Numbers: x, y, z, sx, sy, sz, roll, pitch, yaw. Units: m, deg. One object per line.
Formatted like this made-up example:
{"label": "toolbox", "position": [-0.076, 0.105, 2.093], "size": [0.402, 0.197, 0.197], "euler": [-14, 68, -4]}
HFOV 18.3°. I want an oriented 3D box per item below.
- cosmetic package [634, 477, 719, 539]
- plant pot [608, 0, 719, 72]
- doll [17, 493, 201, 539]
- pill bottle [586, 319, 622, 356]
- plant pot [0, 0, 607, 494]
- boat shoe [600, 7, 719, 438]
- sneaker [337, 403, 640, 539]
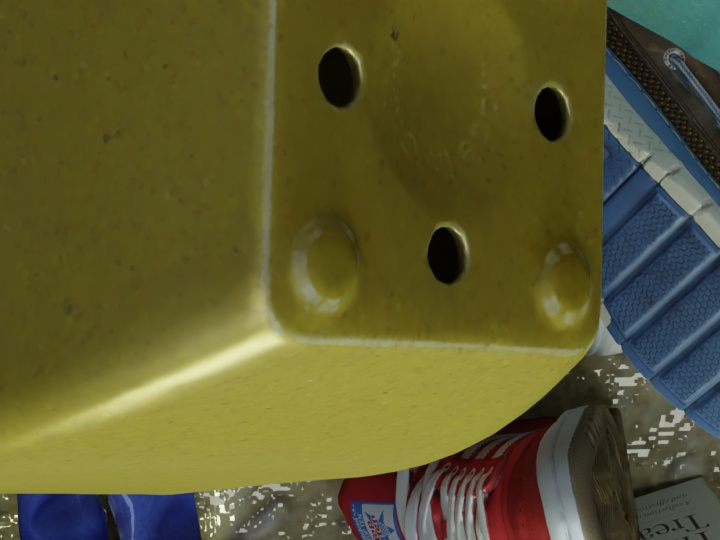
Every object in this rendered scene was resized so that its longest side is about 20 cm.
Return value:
{"label": "cosmetic package", "position": [0.065, 0.161, 0.826], "size": [0.198, 0.151, 0.052], "euler": [-17, 120, -6]}
{"label": "plant pot", "position": [0.082, -0.174, 0.647], "size": [0.187, 0.200, 0.201], "euler": [24, 116, 1]}
{"label": "doll", "position": [-0.091, 0.135, 0.852], "size": [0.136, 0.048, 0.202], "euler": [-27, 117, -34]}
{"label": "pill bottle", "position": [0.000, 0.000, 0.768], "size": [0.198, 0.112, 0.113], "euler": [-9, 120, -7]}
{"label": "plant pot", "position": [-0.046, -0.038, 0.570], "size": [0.193, 0.199, 0.197], "euler": [5, 84, -45]}
{"label": "boat shoe", "position": [0.099, -0.033, 0.703], "size": [0.201, 0.072, 0.072], "euler": [54, 144, 3]}
{"label": "sneaker", "position": [0.040, 0.086, 0.789], "size": [0.111, 0.200, 0.072], "euler": [-8, 87, 7]}
